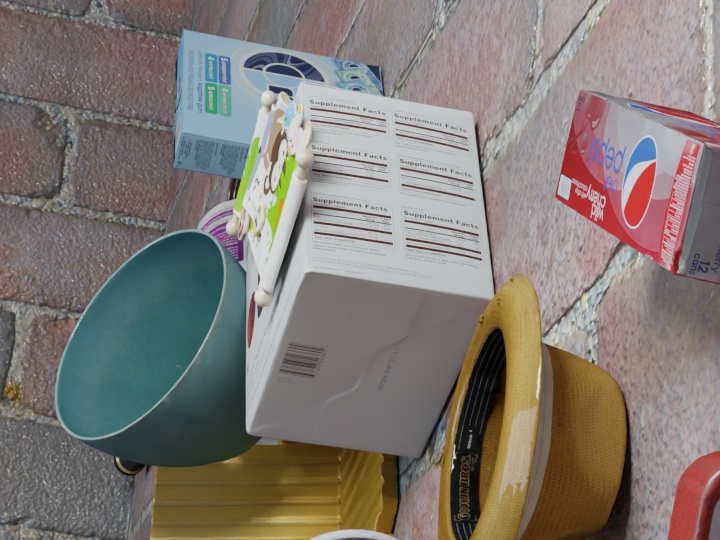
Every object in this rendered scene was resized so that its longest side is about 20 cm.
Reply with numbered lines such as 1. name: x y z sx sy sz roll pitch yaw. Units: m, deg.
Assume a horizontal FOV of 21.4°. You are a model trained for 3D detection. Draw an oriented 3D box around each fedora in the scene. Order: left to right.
1. fedora: 0.100 0.101 1.084 0.201 0.081 0.203 -168 90 -83

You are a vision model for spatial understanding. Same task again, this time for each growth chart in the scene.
1. growth chart: -0.067 -0.062 1.438 0.200 0.018 0.146 -117 39 -67

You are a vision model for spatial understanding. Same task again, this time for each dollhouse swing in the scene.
1. dollhouse swing: -0.077 0.183 1.609 0.183 0.174 0.201 113 163 -46

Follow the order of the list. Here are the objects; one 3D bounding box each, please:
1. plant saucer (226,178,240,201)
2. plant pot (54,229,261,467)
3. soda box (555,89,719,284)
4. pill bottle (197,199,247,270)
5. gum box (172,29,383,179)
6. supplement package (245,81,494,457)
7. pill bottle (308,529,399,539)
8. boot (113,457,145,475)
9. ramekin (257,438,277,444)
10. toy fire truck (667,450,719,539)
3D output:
1. plant saucer: -0.148 -0.099 2.492 0.200 0.032 0.202 -171 90 -77
2. plant pot: -0.142 0.086 1.611 0.199 0.135 0.201 -30 39 28
3. soda box: 0.160 -0.042 0.948 0.200 0.069 0.064 -127 49 -74
4. pill bottle: -0.128 0.017 2.116 0.201 0.111 0.113 -98 22 -56
5. gum box: -0.075 -0.147 1.800 0.171 0.198 0.045 -94 19 -50
6. supplement package: 0.000 0.000 1.467 0.192 0.146 0.201 112 162 -44
7. pill bottle: -0.003 0.291 1.333 0.201 0.111 0.113 -93 18 -45
8. boot: -0.361 0.225 3.133 0.138 0.077 0.202 140 126 -65
9. ramekin: -0.112 0.145 1.959 0.200 0.104 0.202 -169 90 -78
10. toy fire truck: 0.155 0.163 0.581 0.112 0.166 0.202 -151 71 -77
